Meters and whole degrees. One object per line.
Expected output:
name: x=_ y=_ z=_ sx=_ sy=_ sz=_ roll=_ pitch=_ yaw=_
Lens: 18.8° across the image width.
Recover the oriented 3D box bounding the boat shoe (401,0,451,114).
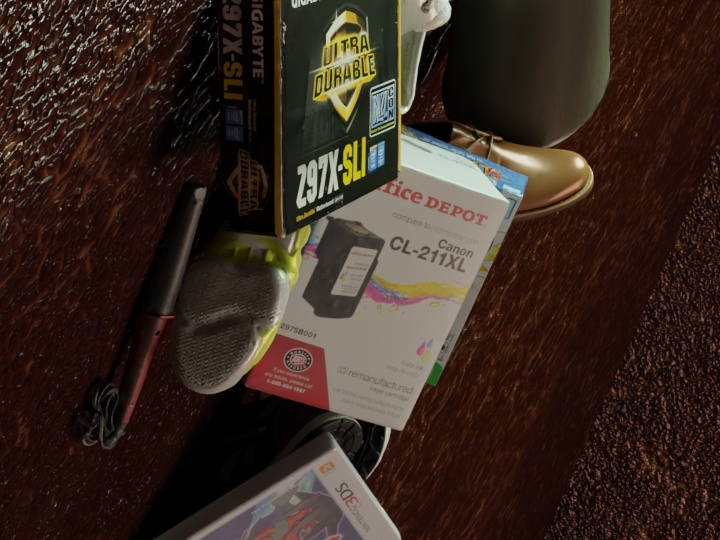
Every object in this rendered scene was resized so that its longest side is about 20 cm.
boat shoe: x=0.036 y=-0.199 z=1.559 sx=0.071 sy=0.069 sz=0.201 roll=-46 pitch=158 yaw=-42

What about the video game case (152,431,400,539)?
video game case: x=-0.078 y=0.231 z=1.787 sx=0.199 sy=0.023 sz=0.183 roll=-32 pitch=144 yaw=0

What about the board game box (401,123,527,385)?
board game box: x=0.036 y=-0.014 z=1.749 sx=0.035 sy=0.134 sz=0.201 roll=-69 pitch=-179 yaw=-56

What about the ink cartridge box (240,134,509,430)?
ink cartridge box: x=0.000 y=0.000 z=1.636 sx=0.201 sy=0.145 sz=0.083 roll=-65 pitch=-153 yaw=15

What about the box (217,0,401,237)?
box: x=-0.030 y=-0.121 z=1.411 sx=0.200 sy=0.049 sz=0.161 roll=-30 pitch=125 yaw=-64

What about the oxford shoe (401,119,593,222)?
oxford shoe: x=0.094 y=-0.086 z=1.756 sx=0.072 sy=0.198 sz=0.072 roll=-97 pitch=-169 yaw=-45

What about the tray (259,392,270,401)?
tray: x=-0.055 y=0.120 z=1.919 sx=0.099 sy=0.037 sz=0.201 roll=-52 pitch=164 yaw=-35

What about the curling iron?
curling iron: x=-0.142 y=0.035 z=1.466 sx=0.201 sy=0.025 sz=0.050 roll=-65 pitch=168 yaw=13

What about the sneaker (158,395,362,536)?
sneaker: x=-0.091 y=0.161 z=1.794 sx=0.200 sy=0.088 sz=0.076 roll=-39 pitch=140 yaw=8

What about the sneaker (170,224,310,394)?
sneaker: x=-0.070 y=-0.005 z=1.520 sx=0.105 sy=0.075 sz=0.201 roll=54 pitch=58 yaw=-78

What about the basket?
basket: x=0.140 y=-0.221 z=1.769 sx=0.181 sy=0.135 sz=0.201 roll=-59 pitch=163 yaw=-29

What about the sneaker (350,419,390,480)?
sneaker: x=0.006 y=0.113 z=1.906 sx=0.201 sy=0.074 sz=0.079 roll=-63 pitch=171 yaw=6
